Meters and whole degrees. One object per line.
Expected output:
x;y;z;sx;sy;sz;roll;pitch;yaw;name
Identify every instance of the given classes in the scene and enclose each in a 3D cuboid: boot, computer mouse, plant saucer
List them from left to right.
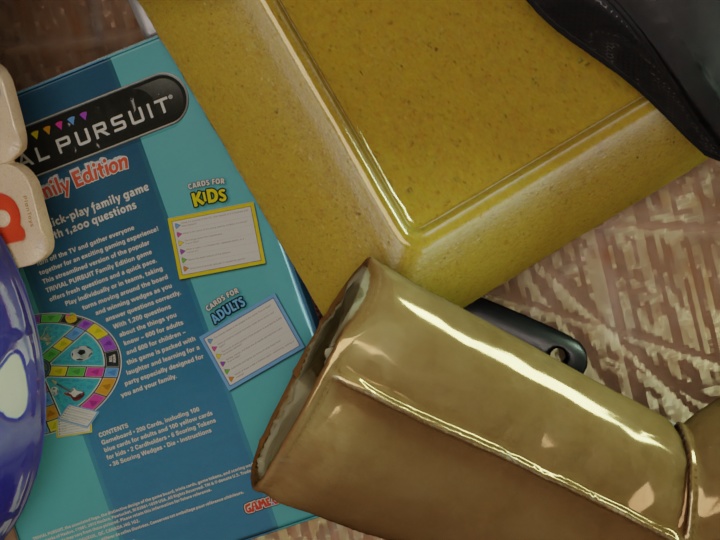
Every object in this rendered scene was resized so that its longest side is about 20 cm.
0.036;-0.098;0.856;0.200;0.048;0.200;-31;92;-13;plant saucer
0.085;0.047;0.824;0.200;0.066;0.175;26;98;-9;boot
0.138;-0.103;0.831;0.200;0.053;0.139;36;68;-13;computer mouse

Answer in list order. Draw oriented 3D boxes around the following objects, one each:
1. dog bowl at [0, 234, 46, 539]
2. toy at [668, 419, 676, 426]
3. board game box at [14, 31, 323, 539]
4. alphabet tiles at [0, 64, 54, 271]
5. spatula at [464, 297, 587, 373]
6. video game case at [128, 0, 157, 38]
-0.221;0.041;0.871;0.200;0.079;0.200;9;107;33;dog bowl
0.143;0.130;0.903;0.200;0.047;0.115;26;99;-3;toy
-0.089;0.017;0.900;0.151;0.047;0.200;-19;90;15;board game box
-0.205;-0.048;0.895;0.196;0.015;0.200;-11;95;37;alphabet tiles
0.000;0.000;0.910;0.200;0.021;0.057;25;97;13;spatula
-0.060;-0.213;0.903;0.143;0.018;0.200;-22;93;7;video game case
